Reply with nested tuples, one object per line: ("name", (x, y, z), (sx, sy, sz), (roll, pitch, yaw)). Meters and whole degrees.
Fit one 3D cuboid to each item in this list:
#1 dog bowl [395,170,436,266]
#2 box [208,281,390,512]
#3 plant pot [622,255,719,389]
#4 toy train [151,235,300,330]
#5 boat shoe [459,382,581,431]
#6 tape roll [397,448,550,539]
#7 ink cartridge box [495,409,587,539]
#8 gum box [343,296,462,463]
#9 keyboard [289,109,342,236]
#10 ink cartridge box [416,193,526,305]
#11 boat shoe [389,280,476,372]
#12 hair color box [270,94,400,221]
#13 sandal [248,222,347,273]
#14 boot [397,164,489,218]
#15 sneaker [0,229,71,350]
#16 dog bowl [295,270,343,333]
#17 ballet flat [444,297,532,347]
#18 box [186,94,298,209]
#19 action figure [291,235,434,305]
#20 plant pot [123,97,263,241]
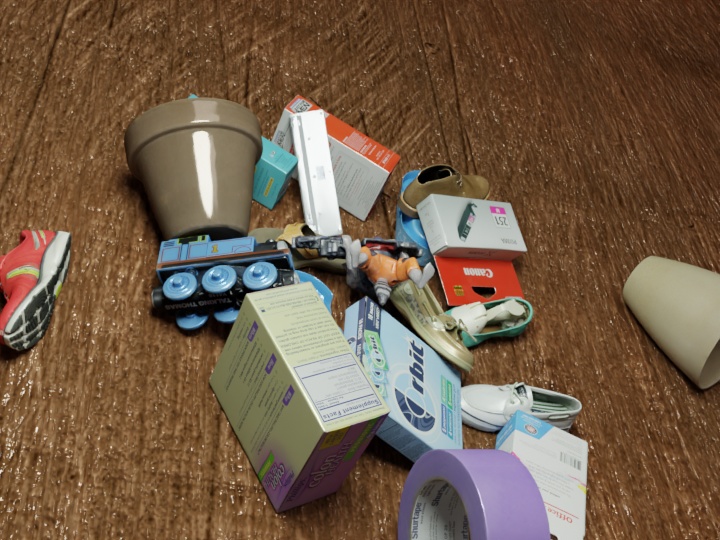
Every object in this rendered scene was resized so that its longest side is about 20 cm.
("dog bowl", (0.110, -0.085, 1.570), (0.110, 0.050, 0.201), (19, 41, -13))
("box", (-0.080, 0.150, 1.124), (0.096, 0.177, 0.201), (-10, 53, -36))
("plant pot", (0.556, 0.066, 1.598), (0.186, 0.189, 0.200), (-15, 43, -39))
("toy train", (-0.177, 0.008, 1.236), (0.198, 0.087, 0.115), (-8, 46, 5))
("boat shoe", (0.225, 0.188, 1.346), (0.198, 0.067, 0.074), (9, 44, -22))
("tape roll", (0.124, 0.306, 1.067), (0.084, 0.201, 0.201), (6, 46, -25))
("ink cartridge box", (0.234, 0.298, 1.239), (0.114, 0.068, 0.201), (25, 40, -5))
("gum box", (0.057, 0.157, 1.240), (0.200, 0.044, 0.171), (40, 34, -29))
("keyboard", (-0.070, -0.151, 1.467), (0.056, 0.011, 0.202), (-8, 85, -7))
("ink cartridge box", (0.193, -0.031, 1.509), (0.199, 0.043, 0.175), (2, 62, -42))
("boat shoe", (0.106, 0.068, 1.363), (0.200, 0.063, 0.073), (48, 5, 37))
("hair color box", (-0.047, -0.184, 1.532), (0.199, 0.111, 0.064), (31, 39, 1))
("sandal", (-0.082, -0.039, 1.408), (0.198, 0.054, 0.081), (5, 46, -26))
("boot", (0.154, -0.139, 1.557), (0.199, 0.076, 0.074), (-14, 54, -40))
("sneaker", (-0.418, 0.021, 1.152), (0.084, 0.078, 0.201), (10, 36, -5))
("dog bowl", (-0.068, 0.089, 1.279), (0.111, 0.050, 0.201), (-16, 58, -40))
("ballet flat", (0.188, 0.073, 1.438), (0.198, 0.071, 0.068), (-7, 55, -34))
("box", (-0.202, -0.185, 1.466), (0.199, 0.083, 0.049), (31, 41, 2))
("action figure", (0.000, 0.000, 1.335), (0.198, 0.193, 0.106), (4, 85, -8))
("plant pot", (-0.229, -0.118, 1.324), (0.198, 0.200, 0.176), (1, 66, -29))
